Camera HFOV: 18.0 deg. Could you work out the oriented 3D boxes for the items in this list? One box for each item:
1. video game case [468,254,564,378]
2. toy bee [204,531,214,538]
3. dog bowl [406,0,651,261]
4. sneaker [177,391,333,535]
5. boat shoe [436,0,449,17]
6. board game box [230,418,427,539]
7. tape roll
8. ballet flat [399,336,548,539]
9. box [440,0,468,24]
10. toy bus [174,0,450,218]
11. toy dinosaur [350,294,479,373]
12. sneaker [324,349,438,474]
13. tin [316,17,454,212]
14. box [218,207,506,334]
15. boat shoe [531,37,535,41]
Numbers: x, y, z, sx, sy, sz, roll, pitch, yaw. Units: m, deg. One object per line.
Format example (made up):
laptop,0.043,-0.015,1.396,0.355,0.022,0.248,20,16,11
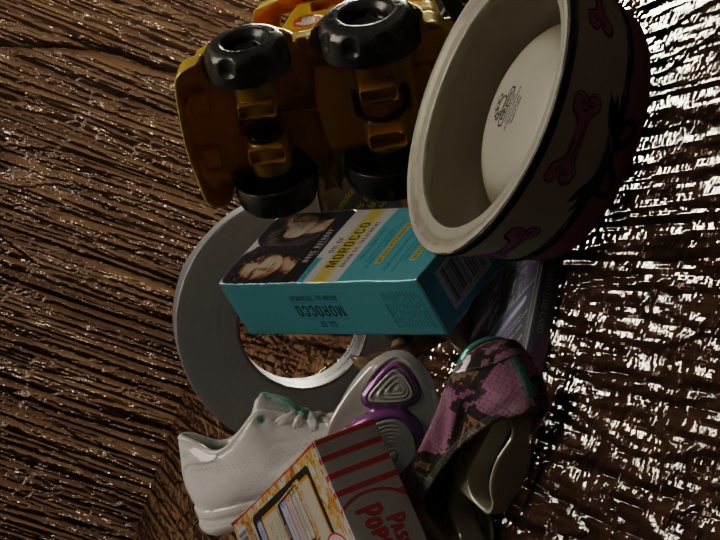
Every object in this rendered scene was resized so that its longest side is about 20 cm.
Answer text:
video game case,0.097,0.042,1.483,0.143,0.019,0.201,123,165,-56
toy bee,-0.026,0.214,1.668,0.131,0.108,0.200,-55,41,36
dog bowl,0.107,-0.095,1.420,0.200,0.074,0.201,-49,31,45
sneaker,-0.039,0.121,1.608,0.075,0.199,0.089,-48,-62,-71
boat shoe,0.079,-0.194,1.776,0.071,0.072,0.201,5,66,45
board game box,-0.010,0.196,1.422,0.152,0.046,0.200,66,156,12
tape roll,-0.048,0.039,1.792,0.066,0.200,0.201,-157,87,-82
ballet flat,0.064,0.126,1.365,0.071,0.069,0.200,63,146,35
box,0.088,-0.241,1.642,0.047,0.193,0.200,-23,33,22
toy bus,-0.027,-0.147,1.631,0.192,0.199,0.136,-95,-6,-55
toy dinosaur,0.052,0.017,1.652,0.200,0.135,0.086,14,127,61
sneaker,0.015,0.133,1.504,0.100,0.075,0.201,-72,-11,-61
tin,0.046,-0.103,1.730,0.200,0.112,0.042,-53,11,9
box,0.000,0.000,1.557,0.200,0.049,0.082,-2,39,46
boat shoe,0.127,-0.141,1.536,0.200,0.073,0.068,-60,25,-7
